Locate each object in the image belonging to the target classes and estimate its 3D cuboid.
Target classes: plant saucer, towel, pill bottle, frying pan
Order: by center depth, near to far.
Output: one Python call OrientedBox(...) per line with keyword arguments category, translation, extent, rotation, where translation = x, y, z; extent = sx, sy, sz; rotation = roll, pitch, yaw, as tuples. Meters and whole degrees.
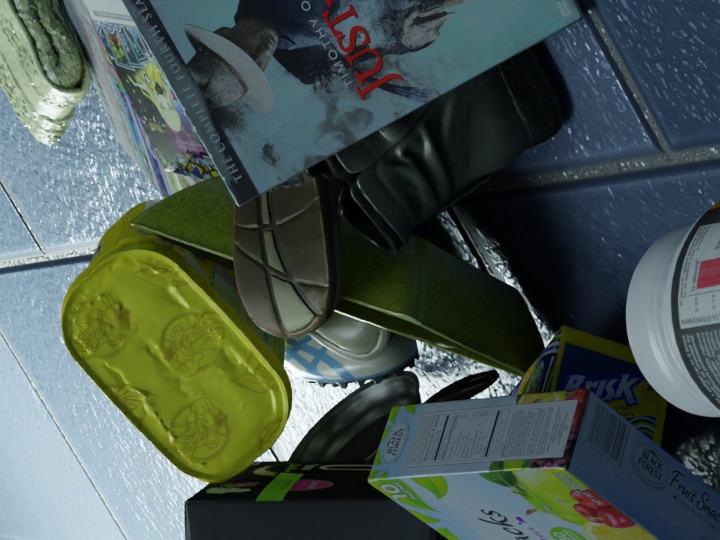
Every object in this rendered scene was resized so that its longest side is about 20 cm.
OrientedBox(category="pill bottle", translation=(0.206, 0.013, 1.156), extent=(0.117, 0.116, 0.200), rotation=(58, 157, -8))
OrientedBox(category="plant saucer", translation=(0.000, 0.000, 1.504), extent=(0.199, 0.048, 0.199), rotation=(19, 177, 30))
OrientedBox(category="frying pan", translation=(0.026, 0.093, 1.698), extent=(0.189, 0.115, 0.031), rotation=(-31, 110, 23))
OrientedBox(category="towel", translation=(-0.258, -0.194, 1.871), extent=(0.201, 0.036, 0.148), rotation=(61, 160, 5))

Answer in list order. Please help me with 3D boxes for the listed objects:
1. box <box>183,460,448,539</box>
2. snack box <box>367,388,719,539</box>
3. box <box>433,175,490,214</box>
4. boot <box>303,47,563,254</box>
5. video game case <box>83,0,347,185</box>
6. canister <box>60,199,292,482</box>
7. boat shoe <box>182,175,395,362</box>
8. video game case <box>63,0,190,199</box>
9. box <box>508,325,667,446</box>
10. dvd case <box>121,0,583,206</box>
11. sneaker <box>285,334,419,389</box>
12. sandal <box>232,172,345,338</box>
OrientedBox(category="box", translation=(-0.018, 0.183, 1.544), extent=(0.200, 0.147, 0.125), rotation=(-18, -73, -85))
OrientedBox(category="snack box", translation=(0.121, 0.135, 1.417), extent=(0.142, 0.053, 0.200), rotation=(-7, 145, 44))
OrientedBox(category="box", translation=(-0.017, -0.141, 1.479), extent=(0.159, 0.046, 0.201), rotation=(23, 141, 52))
OrientedBox(category="boot", translation=(0.011, -0.118, 1.338), extent=(0.201, 0.130, 0.068), rotation=(61, 164, -13))
OrientedBox(category="video game case", translation=(-0.092, -0.132, 1.527), extent=(0.200, 0.036, 0.182), rotation=(14, 132, 56))
OrientedBox(category="canister", translation=(-0.108, 0.036, 1.590), extent=(0.149, 0.086, 0.200), rotation=(47, -173, -9))
OrientedBox(category="boat shoe", translation=(-0.039, -0.030, 1.660), extent=(0.200, 0.059, 0.072), rotation=(49, 123, 11))
OrientedBox(category="video game case", translation=(-0.156, -0.135, 1.745), extent=(0.182, 0.022, 0.201), rotation=(48, 160, 53))
OrientedBox(category="box", translation=(0.115, 0.103, 1.499), extent=(0.070, 0.065, 0.200), rotation=(17, 155, -6))
OrientedBox(category="dvd case", translation=(-0.009, -0.141, 1.289), extent=(0.147, 0.199, 0.022), rotation=(61, -172, -13))
OrientedBox(category="sneaker", translation=(-0.040, 0.019, 1.718), extent=(0.200, 0.072, 0.073), rotation=(28, 138, 42))
OrientedBox(category="sandal", translation=(-0.031, -0.065, 1.399), extent=(0.080, 0.054, 0.202), rotation=(-2, 88, 32))
